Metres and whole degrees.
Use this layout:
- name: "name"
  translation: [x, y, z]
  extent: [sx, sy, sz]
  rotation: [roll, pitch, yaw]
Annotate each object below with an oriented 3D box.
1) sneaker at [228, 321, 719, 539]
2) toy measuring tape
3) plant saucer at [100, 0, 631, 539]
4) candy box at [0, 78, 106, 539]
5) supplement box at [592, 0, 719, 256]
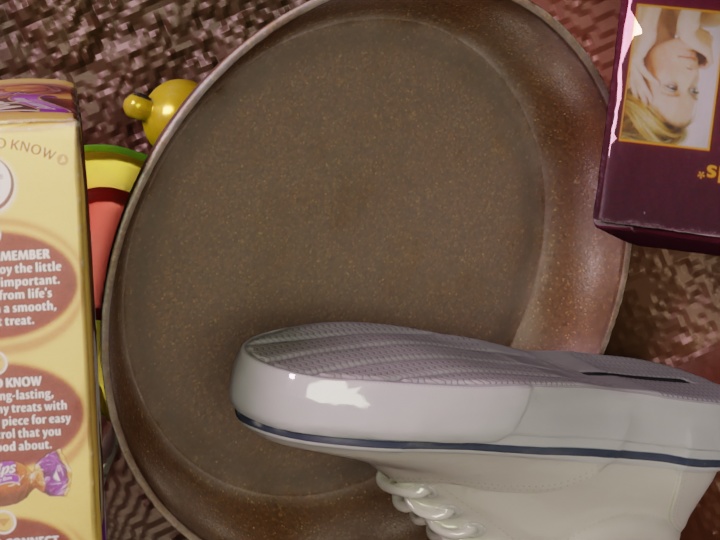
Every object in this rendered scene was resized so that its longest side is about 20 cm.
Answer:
- name: "sneaker"
  translation: [0.042, 0.062, 0.844]
  extent: [0.200, 0.073, 0.071]
  rotation: [9, 100, -37]
- name: "toy measuring tape"
  translation: [-0.100, 0.028, 0.862]
  extent: [0.073, 0.074, 0.200]
  rotation: [23, 89, -8]
- name: "plant saucer"
  translation: [0.000, 0.000, 0.856]
  extent: [0.200, 0.032, 0.201]
  rotation: [-14, 117, -30]
- name: "candy box"
  translation: [-0.102, 0.050, 0.775]
  extent: [0.056, 0.117, 0.201]
  rotation: [-4, 100, -6]
- name: "supplement box"
  translation: [0.147, -0.102, 0.860]
  extent: [0.110, 0.086, 0.201]
  rotation: [7, 89, 18]
